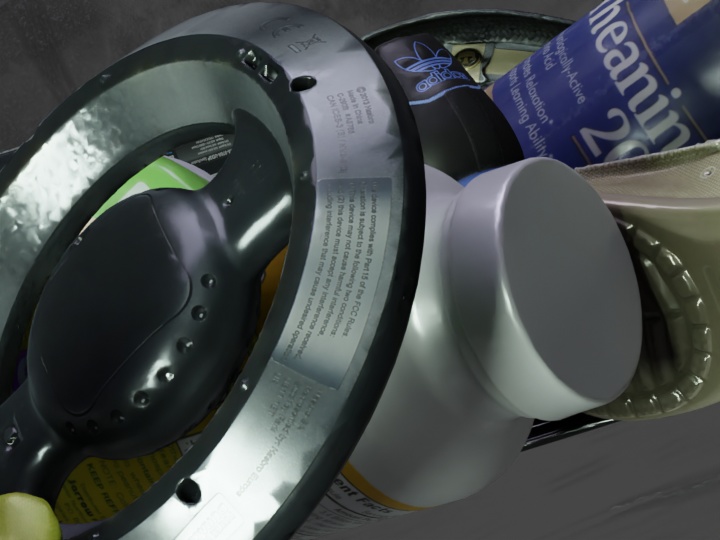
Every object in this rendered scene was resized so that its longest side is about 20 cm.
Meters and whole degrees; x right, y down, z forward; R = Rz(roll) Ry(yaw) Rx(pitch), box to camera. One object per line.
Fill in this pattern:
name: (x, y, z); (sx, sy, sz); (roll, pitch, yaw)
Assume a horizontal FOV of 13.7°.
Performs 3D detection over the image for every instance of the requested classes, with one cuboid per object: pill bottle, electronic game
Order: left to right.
electronic game: (-0.059, 0.015, 0.840); (0.199, 0.201, 0.042); (-18, -37, 40)
pill bottle: (-0.018, 0.028, 0.902); (0.199, 0.105, 0.104); (-18, 2, 34)
pill bottle: (0.129, -0.059, 1.057); (0.200, 0.111, 0.111); (-36, -3, 16)

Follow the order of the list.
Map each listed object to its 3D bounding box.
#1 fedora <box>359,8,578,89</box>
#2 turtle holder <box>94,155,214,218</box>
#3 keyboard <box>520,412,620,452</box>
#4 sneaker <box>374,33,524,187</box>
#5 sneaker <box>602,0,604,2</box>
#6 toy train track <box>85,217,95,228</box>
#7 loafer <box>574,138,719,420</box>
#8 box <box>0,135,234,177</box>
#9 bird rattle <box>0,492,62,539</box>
fedora: (0.059, -0.019, 1.290); (0.200, 0.201, 0.092); (-18, 38, 27)
turtle holder: (-0.103, 0.044, 1.173); (0.140, 0.187, 0.132); (16, 1, 11)
keyboard: (0.140, 0.015, 0.965); (0.199, 0.040, 0.104); (-18, 26, 17)
sneaker: (0.000, 0.000, 1.036); (0.070, 0.078, 0.200); (-12, -27, -35)
sneaker: (0.119, -0.088, 1.196); (0.070, 0.090, 0.201); (-20, 40, 63)
toy train track: (-0.097, 0.037, 1.048); (0.199, 0.115, 0.033); (19, -12, 34)
loafer: (0.116, -0.003, 0.895); (0.199, 0.076, 0.068); (-4, 19, 45)
box: (-0.107, 0.012, 1.368); (0.046, 0.160, 0.200); (-21, 1, 43)
bird rattle: (-0.173, 0.095, 0.762); (0.199, 0.113, 0.163); (-22, 17, 33)
